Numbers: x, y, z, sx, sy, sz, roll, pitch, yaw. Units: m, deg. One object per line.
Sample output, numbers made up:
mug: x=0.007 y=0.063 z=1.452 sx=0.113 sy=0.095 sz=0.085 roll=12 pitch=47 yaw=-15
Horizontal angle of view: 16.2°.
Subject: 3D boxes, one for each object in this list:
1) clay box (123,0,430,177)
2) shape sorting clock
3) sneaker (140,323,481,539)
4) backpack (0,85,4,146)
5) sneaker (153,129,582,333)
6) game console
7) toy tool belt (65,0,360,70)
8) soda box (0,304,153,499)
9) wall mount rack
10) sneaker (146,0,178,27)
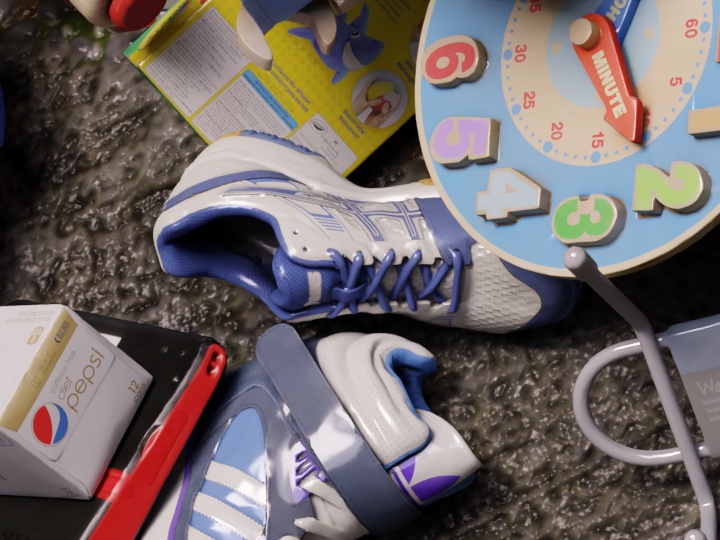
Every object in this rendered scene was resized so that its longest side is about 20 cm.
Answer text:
clay box: x=-0.003 y=-0.130 z=1.239 sx=0.200 sy=0.115 sz=0.048 roll=-43 pitch=20 yaw=-2
shape sorting clock: x=0.101 y=-0.095 z=1.056 sx=0.200 sy=0.039 sz=0.200 roll=-11 pitch=72 yaw=34
sneaker: x=-0.018 y=0.117 z=1.132 sx=0.146 sy=0.081 sz=0.200 roll=-15 pitch=53 yaw=23
backpack: x=-0.270 y=-0.085 z=1.278 sx=0.168 sy=0.163 sz=0.200 roll=-28 pitch=32 yaw=8
sneaker: x=0.000 y=0.000 z=1.164 sx=0.200 sy=0.075 sz=0.088 roll=13 pitch=35 yaw=19
game console: x=-0.159 y=0.099 z=1.205 sx=0.200 sy=0.031 sz=0.177 roll=9 pitch=62 yaw=53
toy tool belt: x=-0.030 y=-0.158 z=1.137 sx=0.200 sy=0.125 sz=0.123 roll=-44 pitch=67 yaw=0
soda box: x=-0.190 y=0.061 z=1.196 sx=0.200 sy=0.064 sz=0.068 roll=-2 pitch=53 yaw=48
wall mount rack: x=0.171 y=0.033 z=1.035 sx=0.200 sy=0.174 sz=0.075 roll=-15 pitch=27 yaw=18
sneaker: x=-0.068 y=-0.175 z=1.332 sx=0.200 sy=0.077 sz=0.082 roll=11 pitch=52 yaw=23
